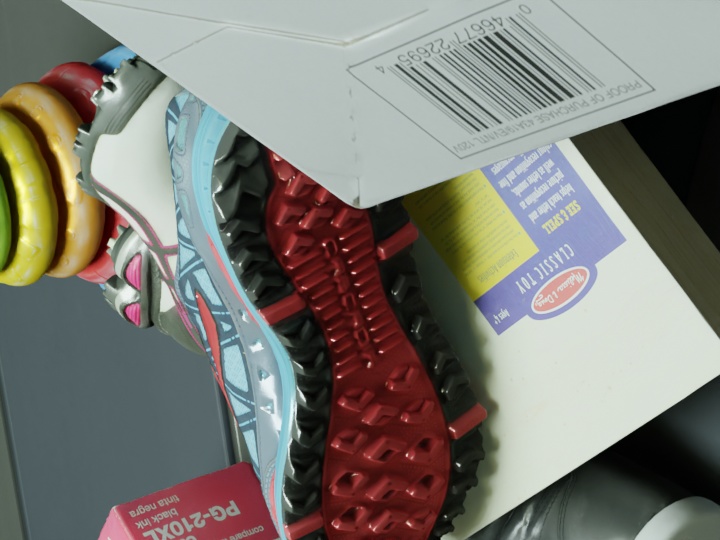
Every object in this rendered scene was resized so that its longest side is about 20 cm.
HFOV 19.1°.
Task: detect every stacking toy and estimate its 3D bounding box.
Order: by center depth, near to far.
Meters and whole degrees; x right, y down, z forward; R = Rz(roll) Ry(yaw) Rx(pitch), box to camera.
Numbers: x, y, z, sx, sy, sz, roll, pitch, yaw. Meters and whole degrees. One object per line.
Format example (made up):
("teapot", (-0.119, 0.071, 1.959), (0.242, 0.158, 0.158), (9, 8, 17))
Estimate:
("stacking toy", (-0.183, -0.031, 0.994), (0.116, 0.199, 0.110), (-27, 81, 56))

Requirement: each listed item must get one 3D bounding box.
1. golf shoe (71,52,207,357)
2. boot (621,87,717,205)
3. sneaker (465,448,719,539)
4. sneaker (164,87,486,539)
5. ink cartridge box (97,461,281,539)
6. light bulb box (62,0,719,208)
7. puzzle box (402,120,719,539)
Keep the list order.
("golf shoe", (-0.059, -0.028, 0.865), (0.088, 0.077, 0.200), (34, 158, 18))
("boot", (0.112, -0.070, 0.673), (0.168, 0.076, 0.201), (13, 107, 56))
("sneaker", (0.073, 0.146, 0.825), (0.099, 0.070, 0.201), (42, 128, 41))
("sneaker", (-0.017, 0.017, 0.726), (0.095, 0.079, 0.201), (39, 145, 56))
("ink cartridge box", (-0.057, 0.218, 1.016), (0.200, 0.084, 0.145), (56, 142, 24))
("light bulb box", (0.043, -0.150, 0.593), (0.198, 0.125, 0.201), (-16, 48, 46))
("puzzle box", (0.036, 0.013, 0.729), (0.133, 0.025, 0.200), (54, 140, 4))
